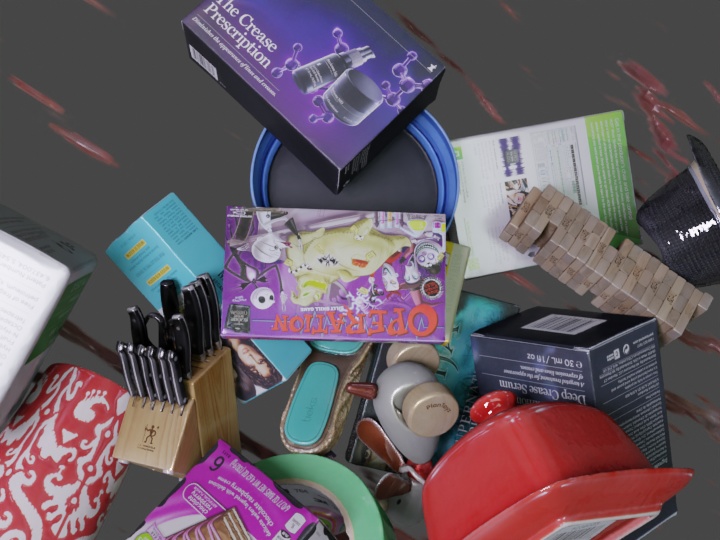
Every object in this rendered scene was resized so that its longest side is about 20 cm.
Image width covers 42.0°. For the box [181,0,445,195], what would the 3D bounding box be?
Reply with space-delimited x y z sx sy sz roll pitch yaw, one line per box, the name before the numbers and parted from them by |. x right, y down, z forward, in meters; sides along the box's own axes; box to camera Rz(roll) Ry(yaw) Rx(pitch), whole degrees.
box | -0.043 -0.194 0.866 0.200 0.079 0.141 43 76 6

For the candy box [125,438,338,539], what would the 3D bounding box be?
candy box | -0.133 0.256 0.771 0.200 0.136 0.061 -48 139 -17

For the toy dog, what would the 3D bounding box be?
toy dog | 0.029 0.161 0.881 0.096 0.132 0.200 -1 99 -12

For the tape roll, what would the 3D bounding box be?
tape roll | -0.067 0.259 0.814 0.200 0.200 0.048 -35 135 -6

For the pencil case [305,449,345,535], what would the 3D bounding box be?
pencil case | -0.093 0.261 0.917 0.200 0.087 0.087 -33 99 -4

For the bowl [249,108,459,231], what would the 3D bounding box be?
bowl | -0.006 -0.083 0.903 0.200 0.039 0.201 1 75 -5

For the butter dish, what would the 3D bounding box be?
butter dish | 0.137 0.170 0.789 0.200 0.199 0.148 7 49 -39

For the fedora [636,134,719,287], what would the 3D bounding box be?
fedora | 0.335 -0.039 0.941 0.092 0.201 0.201 -26 99 19

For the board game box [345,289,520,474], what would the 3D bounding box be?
board game box | 0.074 0.115 0.967 0.135 0.028 0.200 14 92 -12

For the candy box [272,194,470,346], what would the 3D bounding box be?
candy box | 0.000 0.000 0.915 0.200 0.026 0.102 15 69 -1

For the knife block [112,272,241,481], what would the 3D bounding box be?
knife block | -0.154 0.102 0.864 0.064 0.200 0.176 9 72 21

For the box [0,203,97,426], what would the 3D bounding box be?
box | -0.358 0.020 0.795 0.200 0.199 0.171 30 88 -10

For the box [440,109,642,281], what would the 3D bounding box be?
box | 0.185 -0.079 0.971 0.200 0.036 0.144 -10 96 -8

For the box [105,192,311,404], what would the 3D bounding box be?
box | -0.144 0.029 0.887 0.200 0.082 0.049 49 45 -8

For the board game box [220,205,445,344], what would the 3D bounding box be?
board game box | -0.023 0.005 0.845 0.200 0.032 0.120 1 83 -4

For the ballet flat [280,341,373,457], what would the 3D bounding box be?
ballet flat | -0.027 0.094 0.925 0.070 0.065 0.200 17 64 16

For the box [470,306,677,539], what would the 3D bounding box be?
box | 0.207 0.147 0.912 0.107 0.148 0.200 -18 103 -36

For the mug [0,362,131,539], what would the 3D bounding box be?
mug | -0.299 0.189 0.836 0.177 0.133 0.200 10 58 25

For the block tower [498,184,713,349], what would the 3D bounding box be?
block tower | 0.235 -0.003 0.907 0.200 0.054 0.058 34 66 4
